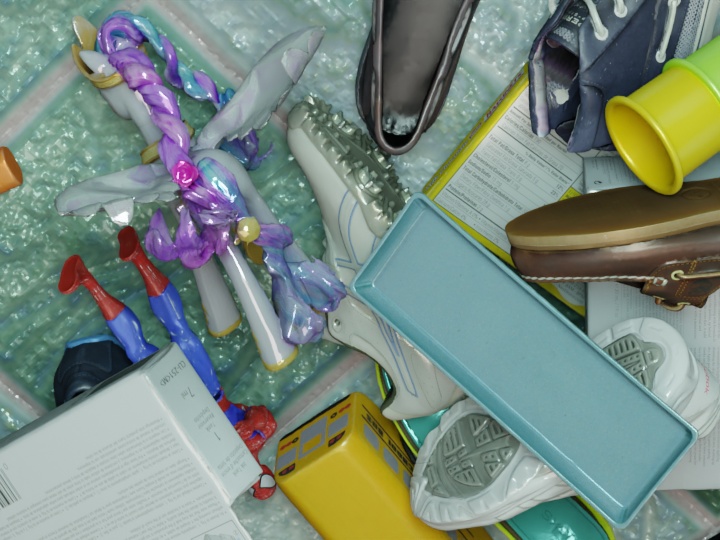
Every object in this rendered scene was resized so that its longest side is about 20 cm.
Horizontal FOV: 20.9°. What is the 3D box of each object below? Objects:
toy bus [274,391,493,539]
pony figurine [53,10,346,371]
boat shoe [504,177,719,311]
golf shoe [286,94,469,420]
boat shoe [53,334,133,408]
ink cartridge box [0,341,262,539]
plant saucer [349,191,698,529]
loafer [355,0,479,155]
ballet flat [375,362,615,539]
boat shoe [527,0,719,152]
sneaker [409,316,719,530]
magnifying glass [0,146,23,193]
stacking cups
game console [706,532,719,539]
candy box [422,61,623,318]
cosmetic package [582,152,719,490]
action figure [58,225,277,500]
[{"bbox_3d":[0.032,0.168,1.211,0.065,0.078,0.200,-34,111,16],"label":"toy bus"},{"bbox_3d":[-0.085,-0.047,1.054,0.166,0.193,0.201,-34,110,-13],"label":"pony figurine"},{"bbox_3d":[0.179,-0.012,1.043,0.198,0.070,0.071,-8,111,6],"label":"boat shoe"},{"bbox_3d":[0.000,0.000,1.121,0.097,0.078,0.201,-31,97,18],"label":"golf shoe"},{"bbox_3d":[-0.149,0.140,1.205,0.084,0.069,0.201,-21,113,10],"label":"boat shoe"},{"bbox_3d":[-0.134,0.157,1.140,0.199,0.044,0.174,-29,99,35],"label":"ink cartridge box"},{"bbox_3d":[0.086,0.046,1.043,0.200,0.019,0.070,42,110,16],"label":"plant saucer"},{"bbox_3d":[0.039,-0.157,1.064,0.071,0.063,0.201,9,115,-4],"label":"loafer"},{"bbox_3d":[0.079,0.114,1.184,0.067,0.067,0.200,-40,80,-2],"label":"ballet flat"},{"bbox_3d":[0.143,-0.153,1.039,0.092,0.075,0.201,-17,121,-36],"label":"boat shoe"},{"bbox_3d":[0.120,0.106,1.105,0.199,0.078,0.099,-27,139,29],"label":"sneaker"},{"bbox_3d":[-0.292,-0.025,1.155,0.199,0.022,0.080,-23,113,10],"label":"magnifying glass"},{"bbox_3d":[0.226,-0.116,1.041,0.199,0.060,0.061,-33,114,-14],"label":"stacking cups"},{"bbox_3d":[0.330,0.218,1.212,0.199,0.117,0.176,-34,111,15],"label":"game console"},{"bbox_3d":[0.144,-0.026,1.147,0.199,0.026,0.102,35,109,-15],"label":"candy box"},{"bbox_3d":[0.205,0.031,1.131,0.150,0.052,0.201,-1,117,5],"label":"cosmetic package"},{"bbox_3d":[-0.103,0.081,1.156,0.065,0.099,0.200,-26,123,12],"label":"action figure"}]
